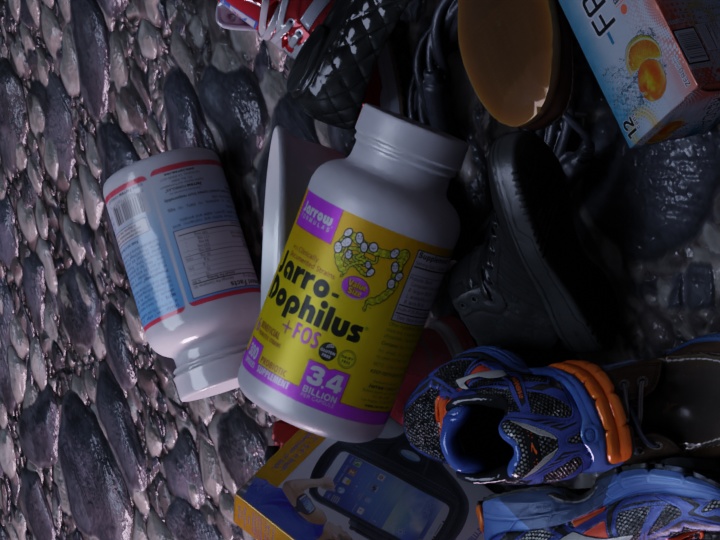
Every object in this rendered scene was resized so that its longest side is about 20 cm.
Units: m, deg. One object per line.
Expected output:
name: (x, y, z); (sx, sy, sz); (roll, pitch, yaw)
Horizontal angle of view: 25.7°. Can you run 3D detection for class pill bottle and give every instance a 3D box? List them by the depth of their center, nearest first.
pill bottle: (0.000, 0.000, 1.012); (0.104, 0.103, 0.202); (29, 101, 50)
pill bottle: (-0.145, 0.004, 1.362); (0.108, 0.108, 0.203); (-29, 76, 57)

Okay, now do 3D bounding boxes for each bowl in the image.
bowl: (-0.024, -0.002, 1.155); (0.201, 0.089, 0.204); (-178, 90, -83)

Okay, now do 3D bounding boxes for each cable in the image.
cable: (0.074, -0.091, 1.038); (0.165, 0.050, 0.200); (63, 146, 21)

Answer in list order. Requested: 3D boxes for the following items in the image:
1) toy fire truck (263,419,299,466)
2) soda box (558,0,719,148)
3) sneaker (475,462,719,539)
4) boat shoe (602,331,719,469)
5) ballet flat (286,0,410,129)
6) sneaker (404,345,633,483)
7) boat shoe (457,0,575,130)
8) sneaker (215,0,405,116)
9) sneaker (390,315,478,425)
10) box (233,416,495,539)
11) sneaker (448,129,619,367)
toy fire truck: (-0.044, 0.162, 1.199); (0.141, 0.048, 0.203); (36, -119, -84)
soda box: (0.149, -0.172, 0.879); (0.068, 0.063, 0.202); (-45, 62, 53)
sneaker: (0.157, 0.162, 0.939); (0.199, 0.075, 0.080); (-21, 68, 44)
boat shoe: (0.168, 0.087, 0.931); (0.199, 0.072, 0.073); (-24, 81, 58)
ballet flat: (0.022, -0.184, 1.049); (0.201, 0.056, 0.067); (-53, 27, 20)
sneaker: (0.073, 0.088, 0.929); (0.199, 0.078, 0.076); (-14, 91, 64)
boat shoe: (0.093, -0.175, 0.942); (0.070, 0.070, 0.203); (-27, 66, 37)
sneaker: (-0.041, -0.165, 1.123); (0.071, 0.111, 0.202); (119, 134, -71)
sneaker: (0.014, 0.105, 1.167); (0.074, 0.086, 0.201); (60, 144, 26)
box: (0.028, 0.174, 1.030); (0.199, 0.119, 0.042); (33, 144, 22)
sneaker: (0.091, 0.002, 0.971); (0.103, 0.060, 0.201); (-3, 134, 34)
